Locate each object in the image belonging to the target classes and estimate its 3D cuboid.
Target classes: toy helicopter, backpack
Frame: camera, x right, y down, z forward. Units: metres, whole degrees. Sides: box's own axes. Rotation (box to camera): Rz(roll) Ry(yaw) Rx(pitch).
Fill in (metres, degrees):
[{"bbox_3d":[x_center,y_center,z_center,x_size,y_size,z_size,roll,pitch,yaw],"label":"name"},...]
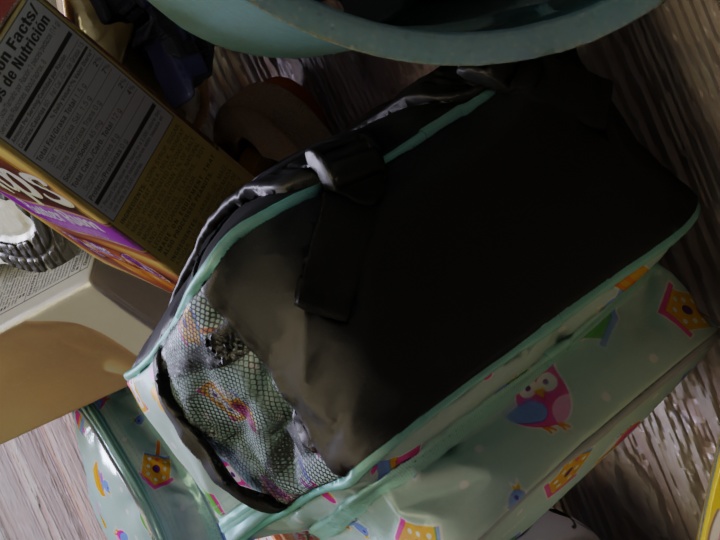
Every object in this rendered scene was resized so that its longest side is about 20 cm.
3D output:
[{"bbox_3d":[0.000,0.000,0.833,0.132,0.079,0.201,-4,121,57],"label":"toy helicopter"},{"bbox_3d":[0.014,0.025,0.634,0.154,0.175,0.200,55,153,-5],"label":"backpack"},{"bbox_3d":[-0.073,0.102,0.983,0.176,0.152,0.201,50,147,42],"label":"backpack"}]

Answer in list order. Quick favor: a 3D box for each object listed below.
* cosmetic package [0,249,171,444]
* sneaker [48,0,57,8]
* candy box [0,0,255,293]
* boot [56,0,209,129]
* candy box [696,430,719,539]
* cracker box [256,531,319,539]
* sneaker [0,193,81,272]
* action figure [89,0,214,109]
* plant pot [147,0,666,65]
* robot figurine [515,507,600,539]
[{"bbox_3d":[-0.164,0.018,0.935,0.199,0.106,0.071,-24,130,40],"label":"cosmetic package"},{"bbox_3d":[-0.172,-0.171,1.027,0.074,0.088,0.202,57,-156,-75],"label":"sneaker"},{"bbox_3d":[-0.117,-0.051,0.715,0.116,0.057,0.200,22,167,40],"label":"candy box"},{"bbox_3d":[-0.137,-0.161,0.866,0.176,0.066,0.200,53,-177,-22],"label":"boot"},{"bbox_3d":[0.116,0.097,0.561,0.026,0.102,0.201,13,120,14],"label":"candy box"},{"bbox_3d":[0.011,0.145,0.851,0.058,0.133,0.201,54,155,25],"label":"cracker box"},{"bbox_3d":[-0.176,-0.047,0.896,0.199,0.089,0.077,4,131,49],"label":"sneaker"},{"bbox_3d":[-0.113,-0.150,0.732,0.104,0.193,0.201,-25,84,39],"label":"action figure"},{"bbox_3d":[-0.003,-0.148,0.514,0.202,0.199,0.196,66,167,-6],"label":"plant pot"},{"bbox_3d":[0.092,0.186,0.725,0.200,0.124,0.151,46,151,29],"label":"robot figurine"}]
